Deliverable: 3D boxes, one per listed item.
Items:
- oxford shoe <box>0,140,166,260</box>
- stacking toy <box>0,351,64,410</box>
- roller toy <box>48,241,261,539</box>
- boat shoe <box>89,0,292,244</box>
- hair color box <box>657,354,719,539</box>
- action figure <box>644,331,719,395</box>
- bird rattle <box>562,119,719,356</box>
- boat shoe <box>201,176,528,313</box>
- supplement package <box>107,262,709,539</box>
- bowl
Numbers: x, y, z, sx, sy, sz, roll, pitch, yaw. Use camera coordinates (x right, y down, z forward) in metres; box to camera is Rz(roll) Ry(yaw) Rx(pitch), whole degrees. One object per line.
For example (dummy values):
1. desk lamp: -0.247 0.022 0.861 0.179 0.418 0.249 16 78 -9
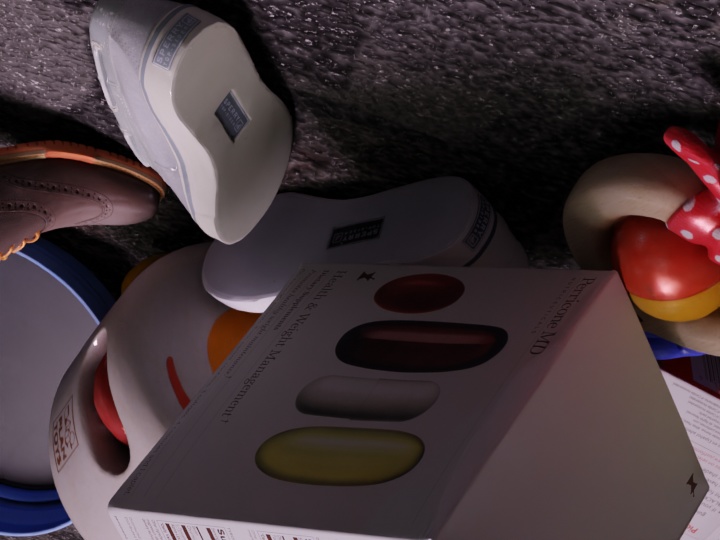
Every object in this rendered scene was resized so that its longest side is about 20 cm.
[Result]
1. oxford shoe: -0.200 -0.027 1.475 0.199 0.073 0.071 -1 162 -21
2. stacking toy: -0.239 0.041 1.729 0.199 0.086 0.085 20 159 9
3. roller toy: -0.081 0.089 1.539 0.200 0.183 0.140 42 137 1
4. boat shoe: -0.086 -0.082 1.347 0.071 0.070 0.201 31 164 21
5. hair color box: 0.149 0.120 1.505 0.110 0.064 0.200 26 124 -20
6. action figure: 0.166 0.053 1.375 0.199 0.100 0.065 -2 151 0
7. bird rattle: 0.165 -0.002 1.269 0.162 0.113 0.200 9 154 35
8. boat shoe: 0.000 0.000 1.445 0.199 0.074 0.065 -3 146 44
9. supplement package: 0.026 0.110 1.317 0.199 0.191 0.148 1 130 38
10. bowl: -0.222 0.065 1.668 0.199 0.039 0.202 9 114 21
